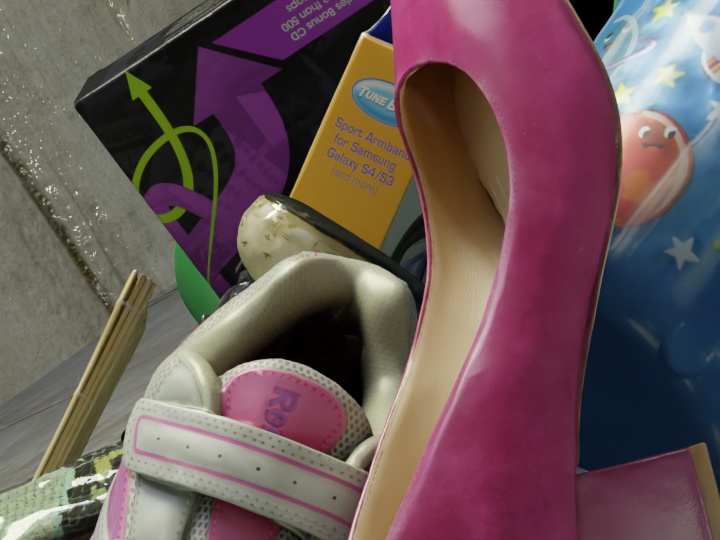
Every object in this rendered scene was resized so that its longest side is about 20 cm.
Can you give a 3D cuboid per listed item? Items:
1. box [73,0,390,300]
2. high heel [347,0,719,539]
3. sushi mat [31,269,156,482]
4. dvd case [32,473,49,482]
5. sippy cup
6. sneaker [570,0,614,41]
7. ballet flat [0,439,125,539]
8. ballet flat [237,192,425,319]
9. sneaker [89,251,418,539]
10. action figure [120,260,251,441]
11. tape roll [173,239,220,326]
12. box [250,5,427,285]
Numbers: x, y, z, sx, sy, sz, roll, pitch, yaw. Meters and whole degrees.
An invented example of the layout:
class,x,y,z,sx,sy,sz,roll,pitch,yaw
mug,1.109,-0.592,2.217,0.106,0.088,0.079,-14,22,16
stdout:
class,x,y,z,sx,sy,sz,roll,pitch,yaw
box,-0.003,-0.031,1.004,0.143,0.200,0.036,-32,18,19
high heel,0.014,0.001,0.568,0.095,0.201,0.067,-9,-16,-20
sushi mat,-0.134,0.100,1.008,0.096,0.012,0.201,117,178,-75
dvd case,-0.095,0.125,0.713,0.146,0.022,0.200,-34,28,-27
sippy cup,0.097,-0.011,0.667,0.130,0.139,0.178,-46,-26,-24
sneaker,0.096,-0.083,0.864,0.099,0.070,0.200,-22,-13,-30
ballet flat,-0.118,0.098,0.680,0.199,0.075,0.074,-16,1,-14
ballet flat,0.006,0.037,0.733,0.057,0.066,0.200,-47,-31,-9
sneaker,-0.033,0.068,0.589,0.201,0.081,0.089,-75,1,-46
action figure,-0.030,0.053,0.966,0.200,0.102,0.119,-48,-6,31
tape roll,0.011,-0.028,1.120,0.200,0.048,0.201,-27,-33,-19
box,0.000,0.000,0.828,0.201,0.041,0.119,-64,-13,8
